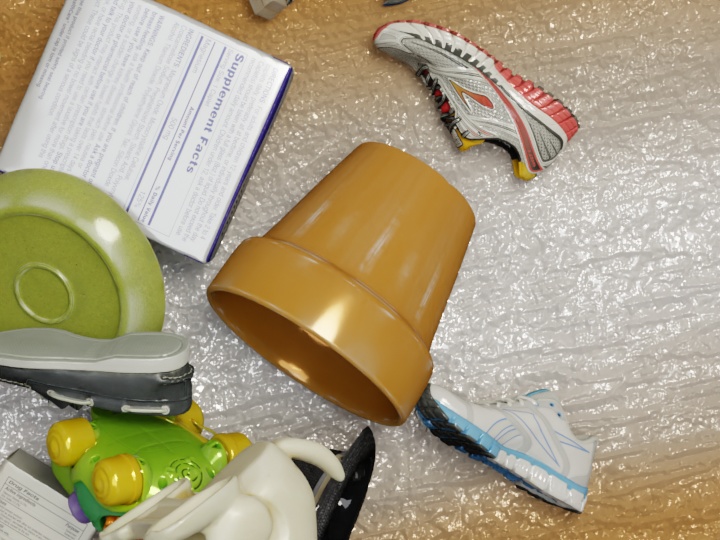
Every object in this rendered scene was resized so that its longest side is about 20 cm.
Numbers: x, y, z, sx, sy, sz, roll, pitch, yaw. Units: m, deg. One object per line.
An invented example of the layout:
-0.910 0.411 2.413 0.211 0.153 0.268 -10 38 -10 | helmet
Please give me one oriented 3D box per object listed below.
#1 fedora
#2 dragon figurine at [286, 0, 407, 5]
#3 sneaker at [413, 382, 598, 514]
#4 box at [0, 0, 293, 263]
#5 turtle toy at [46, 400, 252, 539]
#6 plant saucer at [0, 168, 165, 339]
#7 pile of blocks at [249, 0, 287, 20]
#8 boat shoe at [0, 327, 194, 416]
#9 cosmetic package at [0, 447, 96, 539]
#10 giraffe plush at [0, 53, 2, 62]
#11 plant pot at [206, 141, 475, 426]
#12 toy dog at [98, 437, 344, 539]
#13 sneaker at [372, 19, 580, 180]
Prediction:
-0.060 0.209 1.254 0.091 0.201 0.203 20 90 11 | fedora
0.034 -0.271 1.307 0.199 0.059 0.100 -37 93 -3 | dragon figurine
0.132 0.136 1.310 0.199 0.075 0.087 32 76 -26 | sneaker
-0.182 -0.131 1.276 0.198 0.105 0.186 24 91 -3 | box
-0.187 0.169 1.221 0.145 0.199 0.102 -6 111 -39 | turtle toy
-0.260 0.014 1.240 0.198 0.031 0.202 8 117 16 | plant saucer
-0.066 -0.322 1.281 0.081 0.062 0.203 12 92 34 | pile of blocks
-0.232 0.086 1.205 0.198 0.076 0.061 4 111 18 | boat shoe
-0.314 0.271 1.295 0.103 0.073 0.201 32 89 -3 | cosmetic package
-0.401 -0.182 1.251 0.161 0.200 0.174 -26 89 -31 | giraffe plush
0.000 0.000 1.257 0.199 0.200 0.184 34 74 -3 | plant pot
-0.074 0.242 1.098 0.193 0.139 0.202 -32 98 -38 | toy dog
0.094 -0.153 1.304 0.199 0.078 0.083 34 91 -3 | sneaker
